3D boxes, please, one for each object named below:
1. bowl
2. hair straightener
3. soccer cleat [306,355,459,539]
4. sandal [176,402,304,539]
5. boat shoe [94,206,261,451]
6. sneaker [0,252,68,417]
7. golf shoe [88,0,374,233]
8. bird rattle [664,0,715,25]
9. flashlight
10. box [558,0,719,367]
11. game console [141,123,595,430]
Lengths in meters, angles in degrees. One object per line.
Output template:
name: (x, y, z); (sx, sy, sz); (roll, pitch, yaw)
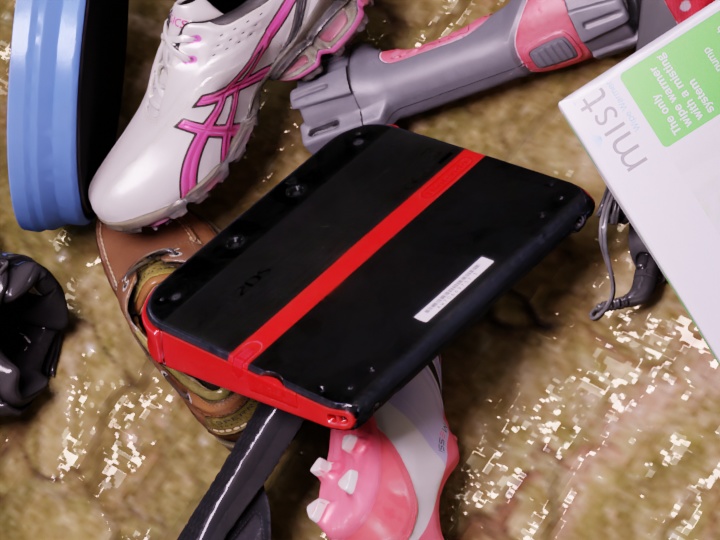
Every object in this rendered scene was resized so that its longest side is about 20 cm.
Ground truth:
bowl: (-0.163, -0.121, 1.652); (0.039, 0.201, 0.201); (5, 62, 2)
hair straightener: (0.144, -0.069, 1.534); (0.041, 0.077, 0.200); (-1, 64, 42)
soccer cleat: (0.021, 0.072, 1.532); (0.067, 0.076, 0.200); (-39, 29, 37)
sandal: (-0.063, 0.139, 1.519); (0.200, 0.048, 0.075); (-59, 8, 5)
boat shoe: (-0.097, 0.013, 1.613); (0.072, 0.068, 0.200); (-41, 51, 2)
sneaker: (-0.215, -0.004, 1.676); (0.111, 0.077, 0.200); (-11, 62, 28)
golf shoe: (-0.089, -0.111, 1.614); (0.200, 0.092, 0.073); (-49, 38, -1)
bird rattle: (0.260, -0.121, 1.491); (0.200, 0.113, 0.163); (-19, 77, 16)
flashlight: (0.059, -0.127, 1.621); (0.200, 0.068, 0.068); (-17, 91, 22)
box: (0.222, -0.043, 1.415); (0.176, 0.097, 0.200); (-32, 86, 7)
game console: (0.000, 0.000, 1.527); (0.177, 0.031, 0.200); (21, 52, 40)
